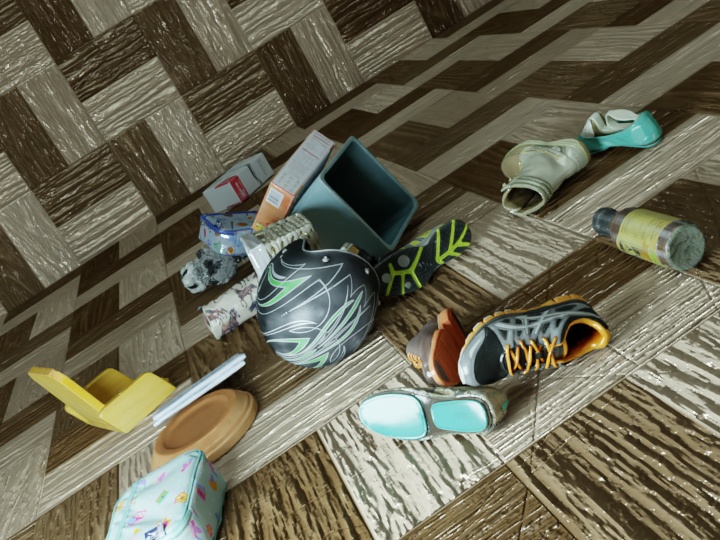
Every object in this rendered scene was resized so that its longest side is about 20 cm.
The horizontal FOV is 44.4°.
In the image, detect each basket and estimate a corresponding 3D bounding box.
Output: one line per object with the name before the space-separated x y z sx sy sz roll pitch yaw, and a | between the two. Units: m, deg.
basket | -0.113 0.011 1.567 0.122 0.202 0.136 -28 18 -8

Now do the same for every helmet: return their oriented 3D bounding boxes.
helmet | -0.067 0.055 1.402 0.199 0.202 0.190 -35 29 -13

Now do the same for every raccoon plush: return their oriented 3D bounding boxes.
raccoon plush | -0.350 -0.001 2.182 0.197 0.099 0.133 -9 -11 -36

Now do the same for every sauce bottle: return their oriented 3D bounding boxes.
sauce bottle | 0.376 -0.049 1.174 0.064 0.065 0.200 -32 18 -5

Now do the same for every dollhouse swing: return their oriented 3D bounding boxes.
dollhouse swing | -0.502 0.207 1.706 0.182 0.177 0.199 -43 21 -31

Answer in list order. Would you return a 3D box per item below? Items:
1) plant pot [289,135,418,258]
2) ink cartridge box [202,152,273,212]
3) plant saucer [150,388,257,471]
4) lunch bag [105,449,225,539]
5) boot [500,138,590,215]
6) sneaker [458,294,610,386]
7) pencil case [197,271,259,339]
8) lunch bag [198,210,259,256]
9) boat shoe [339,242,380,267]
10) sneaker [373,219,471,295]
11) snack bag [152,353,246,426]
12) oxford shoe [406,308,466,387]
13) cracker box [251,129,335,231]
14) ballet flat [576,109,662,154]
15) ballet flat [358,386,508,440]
plant pot | -0.038 -0.100 1.744 0.199 0.196 0.197 -39 11 36
ink cartridge box | -0.399 -0.290 2.904 0.143 0.084 0.200 -15 26 42
plant saucer | -0.258 0.256 1.426 0.198 0.038 0.201 -27 19 10
lunch bag | -0.267 0.339 1.175 0.159 0.078 0.201 -28 20 10
boot | 0.293 -0.163 1.571 0.155 0.073 0.199 -44 23 -26
sneaker | 0.206 0.087 1.048 0.197 0.079 0.077 -23 27 -15
pencil case | -0.235 0.055 1.822 0.198 0.078 0.089 -35 34 -8
lunch bag | -0.291 -0.096 2.129 0.197 0.077 0.160 -4 24 -32
boat shoe | 0.000 0.000 1.563 0.075 0.062 0.200 -60 -11 -5
sneaker | 0.100 -0.016 1.521 0.198 0.076 0.076 -28 4 -11
snack bag | -0.281 0.206 1.543 0.187 0.022 0.200 -36 2 -12
oxford shoe | 0.099 0.116 1.182 0.072 0.072 0.200 -31 6 16
cracker box | -0.131 -0.169 1.738 0.201 0.057 0.135 -58 -1 -45
ballet flat | 0.440 -0.250 1.554 0.067 0.071 0.199 -40 21 -24
ballet flat | 0.093 0.170 1.084 0.197 0.069 0.075 -9 7 37
